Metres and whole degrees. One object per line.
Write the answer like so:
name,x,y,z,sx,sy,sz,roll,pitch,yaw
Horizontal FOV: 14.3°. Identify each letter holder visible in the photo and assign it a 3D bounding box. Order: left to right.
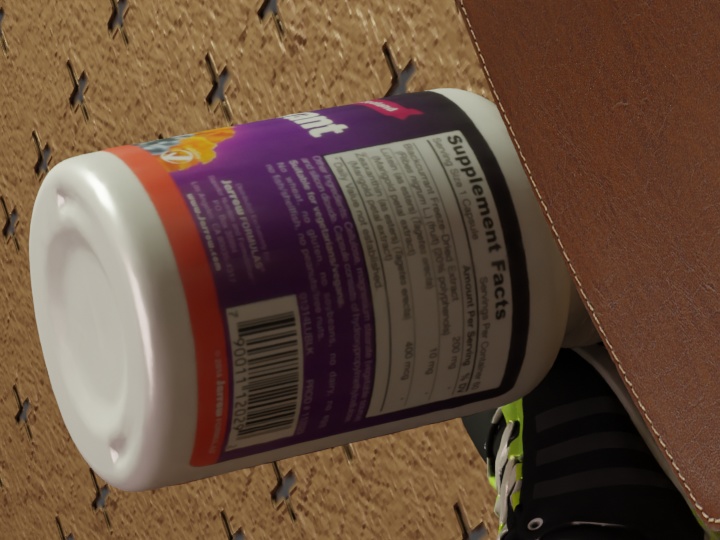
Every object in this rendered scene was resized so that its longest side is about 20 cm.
letter holder,0.119,-0.046,0.791,0.200,0.100,0.142,66,150,24

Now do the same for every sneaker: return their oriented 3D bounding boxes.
sneaker,0.071,0.081,0.985,0.200,0.083,0.072,45,140,50

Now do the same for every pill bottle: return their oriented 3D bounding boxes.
pill bottle,0.000,0.000,0.959,0.111,0.199,0.112,38,134,55
